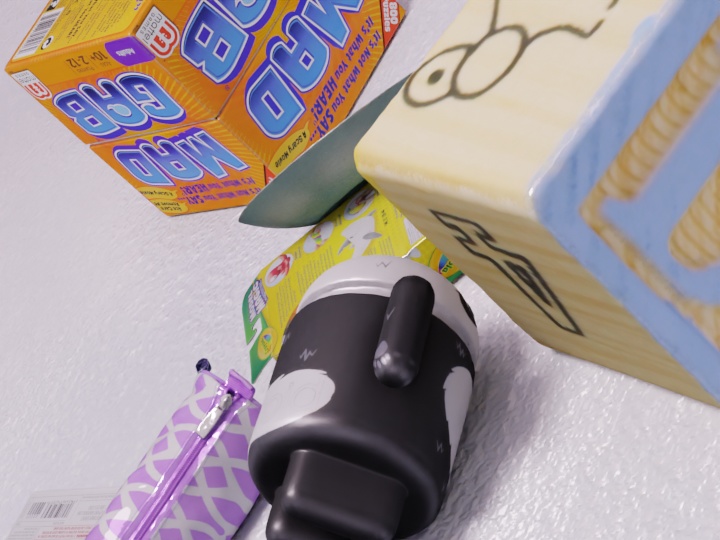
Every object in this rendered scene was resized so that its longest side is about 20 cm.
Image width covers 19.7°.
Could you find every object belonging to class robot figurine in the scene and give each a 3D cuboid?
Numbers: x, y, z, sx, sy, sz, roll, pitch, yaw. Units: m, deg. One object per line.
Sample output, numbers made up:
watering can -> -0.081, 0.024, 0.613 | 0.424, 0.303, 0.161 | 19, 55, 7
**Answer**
robot figurine -> 0.005, 0.085, 1.259 | 0.150, 0.125, 0.201 | -17, 40, 35

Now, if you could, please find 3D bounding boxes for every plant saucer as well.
plant saucer -> 0.001, -0.082, 1.507 | 0.201, 0.039, 0.201 | -37, -3, -2

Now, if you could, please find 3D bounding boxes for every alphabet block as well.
alphabet block -> 0.152, -0.065, 1.164 | 0.196, 0.196, 0.200 | -51, 28, -10

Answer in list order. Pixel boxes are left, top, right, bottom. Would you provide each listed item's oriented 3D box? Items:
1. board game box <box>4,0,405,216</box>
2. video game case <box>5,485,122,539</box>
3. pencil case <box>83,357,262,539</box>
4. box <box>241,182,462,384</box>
board game box -> -0.128, -0.190, 1.712 | 0.199, 0.200, 0.201 | -5, 49, 52
video game case -> -0.220, 0.236, 1.487 | 0.199, 0.022, 0.183 | -9, 46, 48
pencil case -> -0.124, 0.161, 1.379 | 0.201, 0.084, 0.086 | -58, -8, -15
box -> 0.000, 0.000, 1.455 | 0.200, 0.048, 0.118 | -36, 30, 15
